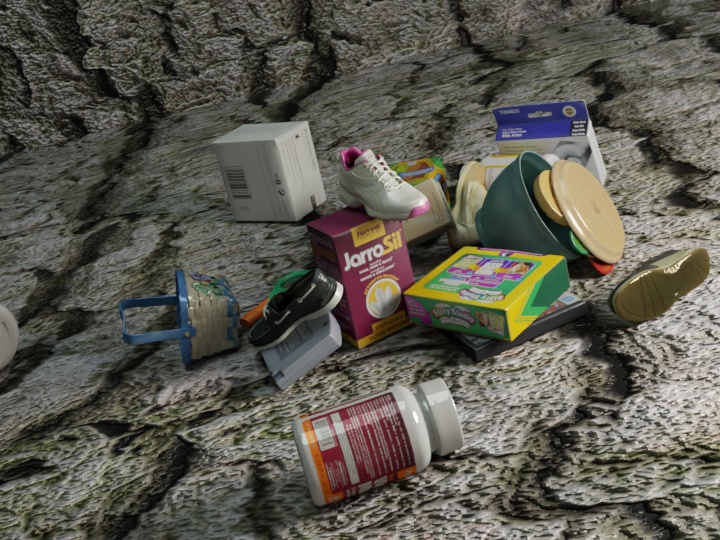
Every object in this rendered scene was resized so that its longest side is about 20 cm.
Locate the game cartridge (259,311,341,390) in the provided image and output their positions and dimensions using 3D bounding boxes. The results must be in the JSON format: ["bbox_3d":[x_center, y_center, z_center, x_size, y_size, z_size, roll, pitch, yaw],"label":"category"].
[{"bbox_3d":[-0.100,0.105,1.524,0.133,0.041,0.200,-41,25,0],"label":"game cartridge"}]

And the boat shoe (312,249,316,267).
[{"bbox_3d":[0.000,0.000,1.687,0.198,0.092,0.071,1,27,31],"label":"boat shoe"}]

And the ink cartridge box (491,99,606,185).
[{"bbox_3d":[0.375,-0.245,1.899,0.197,0.201,0.041,0,50,31],"label":"ink cartridge box"}]

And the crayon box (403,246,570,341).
[{"bbox_3d":[0.196,0.031,1.479,0.198,0.059,0.172,8,33,43],"label":"crayon box"}]

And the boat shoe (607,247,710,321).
[{"bbox_3d":[0.439,0.020,1.422,0.199,0.073,0.066,-25,15,-25],"label":"boat shoe"}]

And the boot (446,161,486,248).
[{"bbox_3d":[0.256,-0.128,1.800,0.153,0.073,0.202,-1,49,26],"label":"boot"}]

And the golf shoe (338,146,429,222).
[{"bbox_3d":[0.027,-0.133,1.461,0.075,0.093,0.199,-27,32,-31],"label":"golf shoe"}]

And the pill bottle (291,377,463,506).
[{"bbox_3d":[0.021,0.207,1.173,0.197,0.111,0.110,-17,23,-7],"label":"pill bottle"}]

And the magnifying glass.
[{"bbox_3d":[-0.151,0.050,1.757,0.079,0.023,0.199,4,27,37],"label":"magnifying glass"}]

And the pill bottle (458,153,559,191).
[{"bbox_3d":[0.300,-0.179,1.906,0.198,0.106,0.104,4,28,36],"label":"pill bottle"}]

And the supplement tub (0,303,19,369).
[{"bbox_3d":[-0.749,0.111,1.804,0.144,0.147,0.199,-29,27,-32],"label":"supplement tub"}]

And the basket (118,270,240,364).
[{"bbox_3d":[-0.312,0.077,1.630,0.197,0.141,0.176,-10,22,-15],"label":"basket"}]

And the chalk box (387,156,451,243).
[{"bbox_3d":[0.095,-0.128,1.883,0.123,0.126,0.200,-6,24,20],"label":"chalk box"}]

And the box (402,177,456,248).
[{"bbox_3d":[0.068,-0.084,1.756,0.198,0.096,0.078,-26,-9,13],"label":"box"}]

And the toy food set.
[{"bbox_3d":[0.371,-0.092,1.574,0.048,0.199,0.200,-33,0,33],"label":"toy food set"}]

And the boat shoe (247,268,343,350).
[{"bbox_3d":[-0.116,0.058,1.494,0.199,0.060,0.076,-35,30,27],"label":"boat shoe"}]

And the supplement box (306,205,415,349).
[{"bbox_3d":[0.008,0.002,1.536,0.129,0.203,0.103,-24,24,-21],"label":"supplement box"}]

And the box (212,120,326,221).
[{"bbox_3d":[-0.209,-0.228,2.195,0.197,0.202,0.131,2,28,34],"label":"box"}]

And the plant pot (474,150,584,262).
[{"bbox_3d":[0.280,-0.083,1.621,0.133,0.201,0.201,-33,11,32],"label":"plant pot"}]

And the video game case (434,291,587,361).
[{"bbox_3d":[0.224,0.065,1.491,0.197,0.026,0.181,-21,24,-16],"label":"video game case"}]
